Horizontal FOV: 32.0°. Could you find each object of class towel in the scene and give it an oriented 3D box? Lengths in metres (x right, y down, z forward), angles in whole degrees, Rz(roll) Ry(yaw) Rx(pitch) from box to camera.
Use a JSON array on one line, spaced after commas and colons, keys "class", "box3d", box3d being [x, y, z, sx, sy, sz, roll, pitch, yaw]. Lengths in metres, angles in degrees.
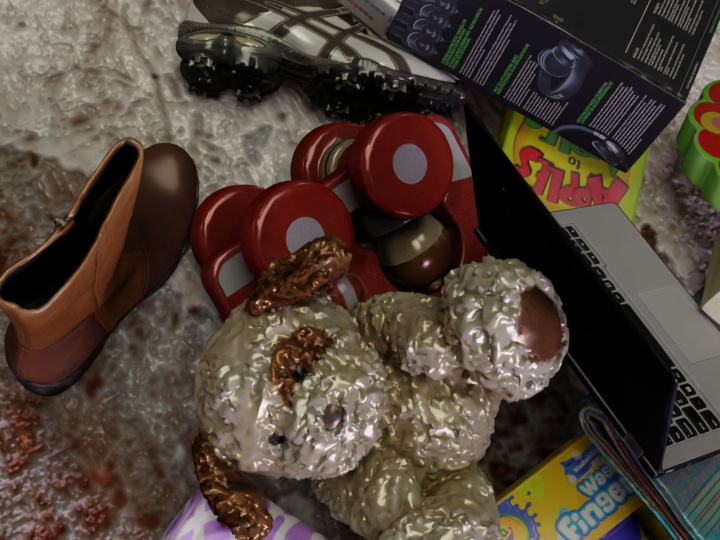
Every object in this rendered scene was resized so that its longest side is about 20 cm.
[{"class": "towel", "box3d": [0.227, 0.095, 0.773, 0.147, 0.022, 0.200, 52, 46, 6]}]

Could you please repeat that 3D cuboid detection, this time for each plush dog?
[{"class": "plush dog", "box3d": [-0.006, 0.067, 0.686, 0.171, 0.160, 0.201, 15, 97, -22]}]

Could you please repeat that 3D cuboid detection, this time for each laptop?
[{"class": "laptop", "box3d": [0.155, 0.004, 0.703, 0.199, 0.116, 0.188, -10, 55, -36]}]

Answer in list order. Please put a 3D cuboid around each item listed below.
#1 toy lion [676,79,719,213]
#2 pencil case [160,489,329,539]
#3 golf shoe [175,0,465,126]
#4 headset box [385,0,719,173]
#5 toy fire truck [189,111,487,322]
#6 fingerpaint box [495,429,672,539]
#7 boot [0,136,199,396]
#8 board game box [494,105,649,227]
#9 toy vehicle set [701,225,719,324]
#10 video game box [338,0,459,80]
[{"class": "toy lion", "box3d": [0.328, -0.078, 0.870, 0.200, 0.069, 0.192, 33, 53, 16]}, {"class": "pencil case", "box3d": [-0.030, 0.199, 0.713, 0.200, 0.084, 0.086, 34, 35, 5]}, {"class": "golf shoe", "box3d": [-0.022, -0.156, 0.850, 0.199, 0.078, 0.095, 12, 68, -10]}, {"class": "headset box", "box3d": [0.135, -0.194, 0.830, 0.199, 0.093, 0.175, 29, 60, -1]}, {"class": "toy fire truck", "box3d": [0.000, 0.000, 0.794, 0.200, 0.112, 0.168, -35, 107, -23]}, {"class": "fingerpaint box", "box3d": [0.155, 0.189, 0.765, 0.200, 0.073, 0.167, -32, 79, -21]}, {"class": "boot", "box3d": [-0.145, -0.031, 0.709, 0.068, 0.200, 0.188, 37, 67, 3]}, {"class": "board game box", "box3d": [0.151, -0.101, 0.883, 0.101, 0.048, 0.201, 19, 67, -6]}, {"class": "toy vehicle set", "box3d": [0.314, 0.052, 0.831, 0.200, 0.027, 0.124, 40, 33, -3]}, {"class": "video game box", "box3d": [0.057, -0.258, 0.922, 0.182, 0.047, 0.200, 40, 67, 1]}]
